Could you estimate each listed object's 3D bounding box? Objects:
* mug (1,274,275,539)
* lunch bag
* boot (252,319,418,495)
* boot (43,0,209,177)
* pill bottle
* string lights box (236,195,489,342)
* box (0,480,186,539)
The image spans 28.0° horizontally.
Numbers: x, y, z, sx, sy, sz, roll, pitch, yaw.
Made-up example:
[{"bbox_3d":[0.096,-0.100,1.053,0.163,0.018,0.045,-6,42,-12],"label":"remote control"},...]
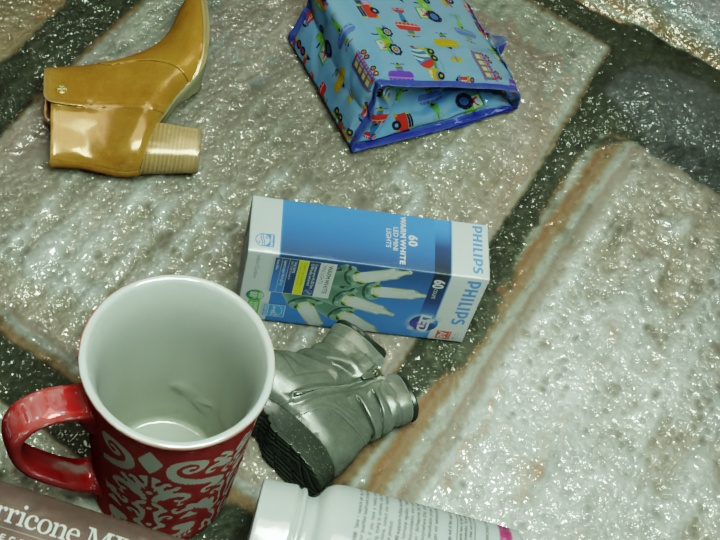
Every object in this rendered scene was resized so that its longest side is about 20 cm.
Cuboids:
[{"bbox_3d":[-0.160,0.107,1.055,0.177,0.200,0.134,11,57,-4],"label":"mug"},{"bbox_3d":[0.056,-0.211,1.379,0.199,0.094,0.151,-12,58,-29],"label":"lunch bag"},{"bbox_3d":[-0.055,0.079,1.184,0.200,0.068,0.131,47,56,9],"label":"boot"},{"bbox_3d":[-0.212,-0.176,1.300,0.143,0.071,0.202,7,62,-11],"label":"boot"},{"bbox_3d":[0.013,0.224,1.069,0.199,0.114,0.114,15,56,-3],"label":"pill bottle"},{"bbox_3d":[0.000,0.000,1.214,0.199,0.103,0.059,7,55,-7],"label":"string lights box"},{"bbox_3d":[-0.224,0.273,0.957,0.165,0.164,0.201,17,56,0],"label":"box"}]
